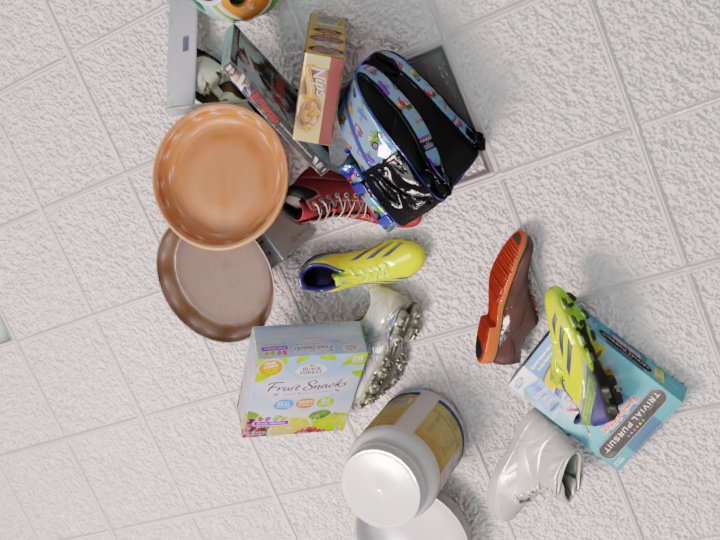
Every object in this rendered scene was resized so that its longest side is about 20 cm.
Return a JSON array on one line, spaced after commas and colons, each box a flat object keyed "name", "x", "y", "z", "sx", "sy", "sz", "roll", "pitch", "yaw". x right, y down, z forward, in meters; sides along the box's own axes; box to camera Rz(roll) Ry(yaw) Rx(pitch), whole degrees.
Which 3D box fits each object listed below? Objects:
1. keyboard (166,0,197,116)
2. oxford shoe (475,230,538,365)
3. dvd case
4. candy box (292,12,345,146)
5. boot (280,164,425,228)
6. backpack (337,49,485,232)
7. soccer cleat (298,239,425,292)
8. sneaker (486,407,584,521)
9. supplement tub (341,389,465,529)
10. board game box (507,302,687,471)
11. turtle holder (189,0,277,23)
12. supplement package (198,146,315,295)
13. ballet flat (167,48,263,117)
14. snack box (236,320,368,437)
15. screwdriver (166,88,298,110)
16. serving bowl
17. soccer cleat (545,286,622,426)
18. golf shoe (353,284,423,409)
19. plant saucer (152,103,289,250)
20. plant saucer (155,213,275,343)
[{"name": "keyboard", "x": -0.256, "y": -0.325, "z": 1.548, "sx": 0.056, "sy": 0.011, "sz": 0.204, "roll": 0, "pitch": 88, "yaw": 34}, {"name": "oxford shoe", "x": 0.218, "y": 0.040, "z": 1.515, "sx": 0.071, "sy": 0.071, "sz": 0.203, "roll": 8, "pitch": 114, "yaw": -11}, {"name": "dvd case", "x": -0.112, "y": -0.231, "z": 1.453, "sx": 0.022, "sy": 0.147, "sz": 0.200, "roll": -37, "pitch": 116, "yaw": 17}, {"name": "candy box", "x": -0.053, "y": -0.257, "z": 1.422, "sx": 0.054, "sy": 0.201, "sz": 0.117, "roll": 8, "pitch": 117, "yaw": -4}, {"name": "boot", "x": -0.015, "y": -0.087, "z": 1.510, "sx": 0.197, "sy": 0.144, "sz": 0.073, "roll": 16, "pitch": 117, "yaw": 17}, {"name": "backpack", "x": 0.045, "y": -0.179, "z": 1.420, "sx": 0.134, "sy": 0.183, "sz": 0.201, "roll": -33, "pitch": 101, "yaw": 38}, {"name": "soccer cleat", "x": 0.000, "y": 0.001, "z": 1.575, "sx": 0.197, "sy": 0.084, "sz": 0.066, "roll": -8, "pitch": 108, "yaw": 27}, {"name": "sneaker", "x": 0.257, "y": 0.314, "z": 1.569, "sx": 0.116, "sy": 0.073, "sz": 0.202, "roll": 47, "pitch": 130, "yaw": 44}, {"name": "supplement tub", "x": 0.064, "y": 0.277, "z": 1.588, "sx": 0.143, "sy": 0.200, "sz": 0.147, "roll": 7, "pitch": 110, "yaw": 21}, {"name": "board game box", "x": 0.331, "y": 0.164, "z": 1.514, "sx": 0.199, "sy": 0.047, "sz": 0.152, "roll": 37, "pitch": 121, "yaw": 6}, {"name": "turtle holder", "x": -0.192, "y": -0.424, "z": 1.457, "sx": 0.140, "sy": 0.132, "sz": 0.187, "roll": -25, "pitch": 100, "yaw": 31}, {"name": "supplement package", "x": -0.185, "y": -0.089, "z": 1.602, "sx": 0.117, "sy": 0.117, "sz": 0.201, "roll": -34, "pitch": 95, "yaw": 31}, {"name": "ballet flat", "x": -0.199, "y": -0.260, "z": 1.563, "sx": 0.200, "sy": 0.068, "sz": 0.068, "roll": 44, "pitch": 77, "yaw": -3}, {"name": "snack box", "x": -0.091, "y": 0.166, "z": 1.615, "sx": 0.166, "sy": 0.068, "sz": 0.202, "roll": -3, "pitch": 137, "yaw": -17}, {"name": "screwdriver", "x": -0.174, "y": -0.237, "z": 1.516, "sx": 0.029, "sy": 0.197, "sz": 0.028, "roll": -148, "pitch": 52, "yaw": -62}, {"name": "serving bowl", "x": 0.091, "y": 0.417, "z": 1.718, "sx": 0.197, "sy": 0.066, "sz": 0.203, "roll": 9, "pitch": 114, "yaw": 21}, {"name": "soccer cleat", "x": 0.282, "y": 0.120, "z": 1.445, "sx": 0.083, "sy": 0.065, "sz": 0.202, "roll": -19, "pitch": 101, "yaw": 30}, {"name": "golf shoe", "x": 0.024, "y": 0.113, "z": 1.632, "sx": 0.097, "sy": 0.078, "sz": 0.202, "roll": 38, "pitch": 120, "yaw": 29}, {"name": "plant saucer", "x": -0.191, "y": -0.128, "z": 1.491, "sx": 0.197, "sy": 0.037, "sz": 0.204, "roll": 0, "pitch": 88, "yaw": 11}, {"name": "plant saucer", "x": -0.206, "y": 0.007, "z": 1.566, "sx": 0.197, "sy": 0.032, "sz": 0.203, "roll": 10, "pitch": 115, "yaw": 22}]
